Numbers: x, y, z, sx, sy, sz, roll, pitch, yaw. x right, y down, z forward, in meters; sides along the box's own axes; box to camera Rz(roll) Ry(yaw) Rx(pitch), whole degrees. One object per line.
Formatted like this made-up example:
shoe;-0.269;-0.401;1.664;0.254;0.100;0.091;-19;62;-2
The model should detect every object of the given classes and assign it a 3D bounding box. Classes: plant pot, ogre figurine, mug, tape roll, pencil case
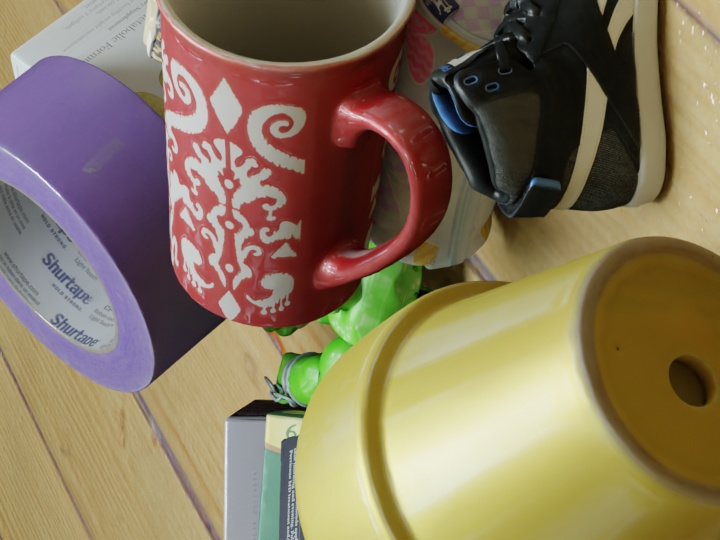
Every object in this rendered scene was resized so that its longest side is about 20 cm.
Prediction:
plant pot;0.100;0.082;1.231;0.189;0.200;0.201;-38;61;50
ogre figurine;0.000;0.000;1.592;0.200;0.098;0.120;-54;27;4
mug;-0.040;-0.061;1.381;0.200;0.133;0.178;97;161;-46
tape roll;-0.167;-0.028;1.644;0.200;0.085;0.200;38;153;23
pencil case;0.053;-0.088;1.429;0.091;0.083;0.200;51;148;22

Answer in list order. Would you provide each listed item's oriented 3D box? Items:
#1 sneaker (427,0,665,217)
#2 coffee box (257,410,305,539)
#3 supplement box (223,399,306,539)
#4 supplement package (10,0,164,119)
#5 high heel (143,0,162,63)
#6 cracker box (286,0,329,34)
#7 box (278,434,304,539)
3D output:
sneaker;0.084;-0.124;1.284;0.073;0.112;0.201;-178;80;-69
coffee box;-0.003;0.186;1.580;0.044;0.123;0.201;2;-87;-72
supplement box;-0.050;0.142;1.717;0.200;0.061;0.109;-29;-60;-88
supplement package;-0.112;-0.085;1.707;0.200;0.114;0.110;35;151;28
high heel;-0.046;-0.146;1.519;0.200;0.142;0.072;-65;-13;-76
cracker box;0.005;-0.215;1.434;0.200;0.058;0.134;-35;62;39
box;0.043;0.171;1.406;0.182;0.104;0.201;-29;55;55
